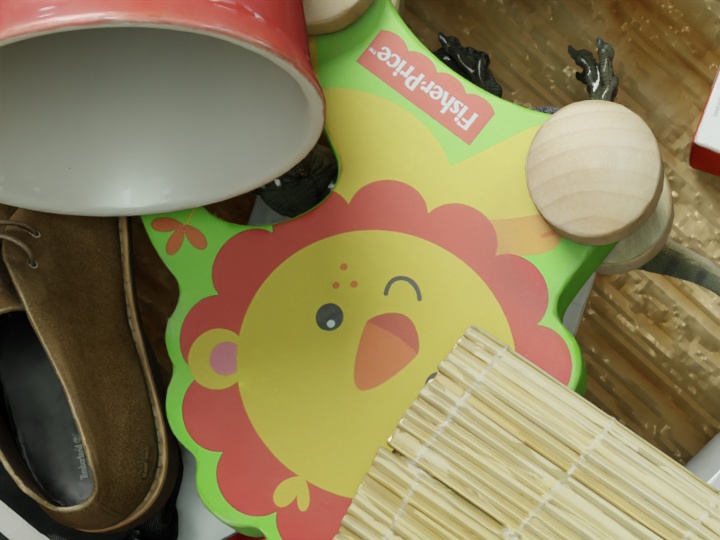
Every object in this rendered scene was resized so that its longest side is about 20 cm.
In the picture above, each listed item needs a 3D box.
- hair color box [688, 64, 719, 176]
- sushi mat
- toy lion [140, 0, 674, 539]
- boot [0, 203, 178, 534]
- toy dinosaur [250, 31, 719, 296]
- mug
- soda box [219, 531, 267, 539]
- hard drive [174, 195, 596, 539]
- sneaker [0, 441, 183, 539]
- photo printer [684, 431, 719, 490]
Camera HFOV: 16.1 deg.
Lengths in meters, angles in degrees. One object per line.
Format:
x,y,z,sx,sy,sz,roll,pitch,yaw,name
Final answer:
0.232,-0.059,0.928,0.199,0.064,0.111,21,87,8,hair color box
0.090,0.111,0.817,0.200,0.012,0.096,34,94,8,sushi mat
0.000,0.000,0.875,0.200,0.069,0.192,39,86,15,toy lion
-0.117,-0.008,0.869,0.073,0.075,0.201,-23,80,9,boot
0.051,-0.043,0.934,0.199,0.048,0.088,13,66,11,toy dinosaur
-0.090,-0.143,0.819,0.133,0.178,0.201,-12,65,18,mug
-0.012,0.116,0.907,0.199,0.063,0.071,-29,92,-4,soda box
-0.004,0.070,0.962,0.131,0.026,0.201,19,88,7,hard drive
-0.141,0.034,0.942,0.112,0.073,0.200,-40,92,21,sneaker
0.155,0.150,0.919,0.200,0.069,0.166,-44,84,2,photo printer
